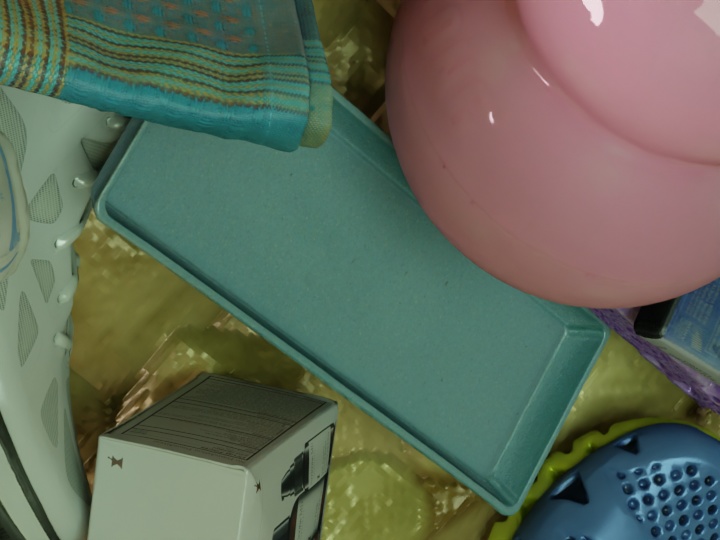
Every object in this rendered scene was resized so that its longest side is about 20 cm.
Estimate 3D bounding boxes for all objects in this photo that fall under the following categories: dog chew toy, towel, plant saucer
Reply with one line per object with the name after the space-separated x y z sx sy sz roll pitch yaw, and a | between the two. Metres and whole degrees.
0.086 -0.074 0.711 0.124 0.200 0.125 11 59 -18 | dog chew toy
-0.104 -0.103 0.685 0.199 0.147 0.022 14 132 -23 | towel
0.000 0.000 0.781 0.200 0.019 0.070 38 76 -42 | plant saucer

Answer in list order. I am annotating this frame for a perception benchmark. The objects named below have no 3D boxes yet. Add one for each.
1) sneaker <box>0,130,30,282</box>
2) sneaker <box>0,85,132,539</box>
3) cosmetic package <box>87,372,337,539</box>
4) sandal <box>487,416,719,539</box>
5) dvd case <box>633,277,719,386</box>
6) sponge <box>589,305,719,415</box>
-0.168 -0.059 0.663 0.200 0.072 0.072 39 113 12 | sneaker
-0.081 -0.020 0.747 0.115 0.076 0.201 -20 109 -12 | sneaker
-0.051 0.139 0.794 0.050 0.083 0.201 12 105 18 | cosmetic package
0.059 0.137 0.839 0.079 0.087 0.200 36 89 -24 | sandal
0.189 0.000 0.847 0.200 0.018 0.143 30 79 -26 | dvd case
0.160 0.016 0.860 0.200 0.030 0.112 41 76 -25 | sponge
